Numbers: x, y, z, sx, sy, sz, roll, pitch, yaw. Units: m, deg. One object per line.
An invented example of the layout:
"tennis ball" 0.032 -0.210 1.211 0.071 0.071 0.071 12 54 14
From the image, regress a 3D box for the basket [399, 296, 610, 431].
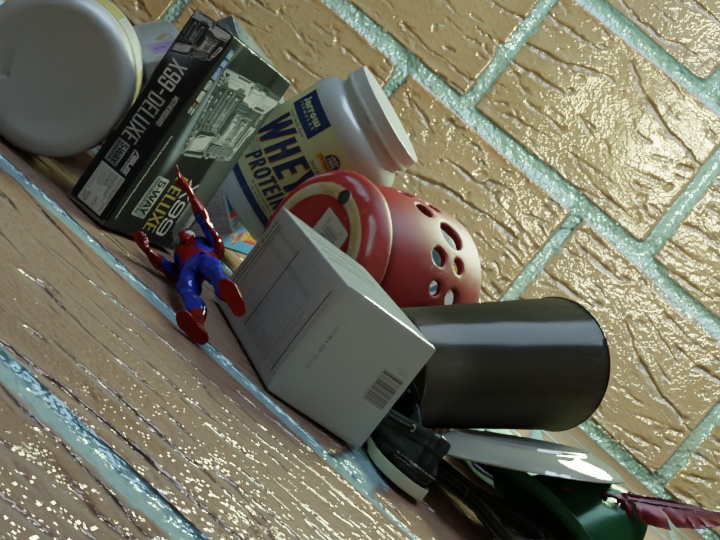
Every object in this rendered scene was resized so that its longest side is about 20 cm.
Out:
"basket" 0.113 0.094 1.383 0.197 0.138 0.179 1 -4 -32

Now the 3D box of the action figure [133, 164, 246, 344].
"action figure" -0.150 -0.019 1.176 0.100 0.065 0.200 56 -1 -19

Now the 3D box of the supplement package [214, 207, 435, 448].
"supplement package" -0.037 0.045 1.246 0.109 0.114 0.200 36 7 -28

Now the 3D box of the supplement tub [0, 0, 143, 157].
"supplement tub" -0.275 -0.187 1.294 0.144 0.145 0.200 39 5 -12

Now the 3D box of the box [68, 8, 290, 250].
"box" -0.160 -0.122 1.276 0.050 0.201 0.158 36 3 18

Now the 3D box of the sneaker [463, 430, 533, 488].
"sneaker" 0.123 0.170 1.585 0.200 0.074 0.118 46 0 23

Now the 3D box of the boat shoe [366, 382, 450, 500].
"boat shoe" 0.029 0.131 1.270 0.074 0.066 0.199 37 6 -22

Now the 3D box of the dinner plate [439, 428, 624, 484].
"dinner plate" 0.149 0.170 1.307 0.197 0.025 0.200 8 -2 0

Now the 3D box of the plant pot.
"plant pot" 0.000 0.000 1.476 0.182 0.201 0.200 28 12 -45

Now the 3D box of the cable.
"cable" 0.109 0.228 1.295 0.198 0.051 0.097 30 6 24

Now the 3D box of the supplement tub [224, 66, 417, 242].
"supplement tub" -0.050 -0.126 1.575 0.146 0.198 0.145 58 10 -16

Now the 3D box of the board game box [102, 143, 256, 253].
"board game box" -0.204 -0.109 1.685 0.195 0.056 0.200 42 5 13

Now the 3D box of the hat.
"hat" 0.253 0.214 1.338 0.201 0.175 0.166 52 -17 4

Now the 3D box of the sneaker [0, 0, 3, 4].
"sneaker" -0.377 -0.267 1.670 0.199 0.073 0.072 40 3 -21

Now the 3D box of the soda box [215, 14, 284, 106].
"soda box" -0.140 -0.217 1.561 0.200 0.067 0.064 39 31 -79

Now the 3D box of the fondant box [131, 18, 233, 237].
"fondant box" -0.192 -0.146 1.461 0.144 0.057 0.203 -131 -153 -61

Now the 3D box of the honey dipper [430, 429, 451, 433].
"honey dipper" 0.014 0.129 1.404 0.199 0.038 0.038 32 8 -35

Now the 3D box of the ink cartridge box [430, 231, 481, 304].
"ink cartridge box" 0.088 0.045 1.774 0.147 0.086 0.202 88 -13 -46
